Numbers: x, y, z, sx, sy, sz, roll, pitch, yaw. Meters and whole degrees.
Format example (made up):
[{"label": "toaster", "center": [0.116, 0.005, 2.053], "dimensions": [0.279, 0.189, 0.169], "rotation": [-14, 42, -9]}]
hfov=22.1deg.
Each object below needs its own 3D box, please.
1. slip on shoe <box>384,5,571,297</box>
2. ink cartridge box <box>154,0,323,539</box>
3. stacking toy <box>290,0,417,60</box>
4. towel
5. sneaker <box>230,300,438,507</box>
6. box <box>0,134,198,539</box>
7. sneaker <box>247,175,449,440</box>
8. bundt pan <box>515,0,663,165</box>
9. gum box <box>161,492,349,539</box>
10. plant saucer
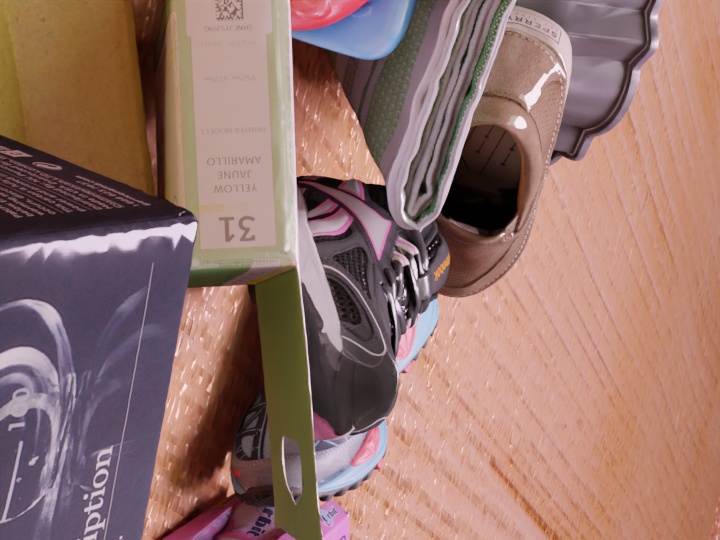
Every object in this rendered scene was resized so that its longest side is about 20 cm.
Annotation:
[{"label": "slip on shoe", "center": [0.051, -0.037, 0.856], "dimensions": [0.200, 0.075, 0.061], "rotation": [112, -5, -56]}, {"label": "ink cartridge box", "center": [-0.049, 0.001, 0.689], "dimensions": [0.146, 0.047, 0.202], "rotation": [163, -75, -81]}, {"label": "stacking toy", "center": [-0.059, -0.149, 0.679], "dimensions": [0.199, 0.109, 0.117], "rotation": [-4, 115, -58]}, {"label": "towel", "center": [0.019, -0.126, 0.818], "dimensions": [0.200, 0.030, 0.150], "rotation": [-113, -142, -58]}, {"label": "sneaker", "center": [-0.024, 0.033, 0.917], "dimensions": [0.200, 0.079, 0.096], "rotation": [-65, 144, -52]}, {"label": "box", "center": [-0.148, 0.073, 0.430], "dimensions": [0.181, 0.104, 0.202], "rotation": [-9, 115, -53]}, {"label": "sneaker", "center": [0.000, 0.000, 0.792], "dimensions": [0.200, 0.086, 0.081], "rotation": [-109, -163, -61]}, {"label": "bundt pan", "center": [0.061, -0.150, 0.900], "dimensions": [0.075, 0.202, 0.204], "rotation": [-2, 107, -28]}, {"label": "gum box", "center": [-0.062, 0.210, 0.885], "dimensions": [0.113, 0.066, 0.202], "rotation": [-28, 127, -64]}, {"label": "plant saucer", "center": [-0.134, 0.003, 0.601], "dimensions": [0.200, 0.048, 0.201], "rotation": [-54, 149, -49]}]
